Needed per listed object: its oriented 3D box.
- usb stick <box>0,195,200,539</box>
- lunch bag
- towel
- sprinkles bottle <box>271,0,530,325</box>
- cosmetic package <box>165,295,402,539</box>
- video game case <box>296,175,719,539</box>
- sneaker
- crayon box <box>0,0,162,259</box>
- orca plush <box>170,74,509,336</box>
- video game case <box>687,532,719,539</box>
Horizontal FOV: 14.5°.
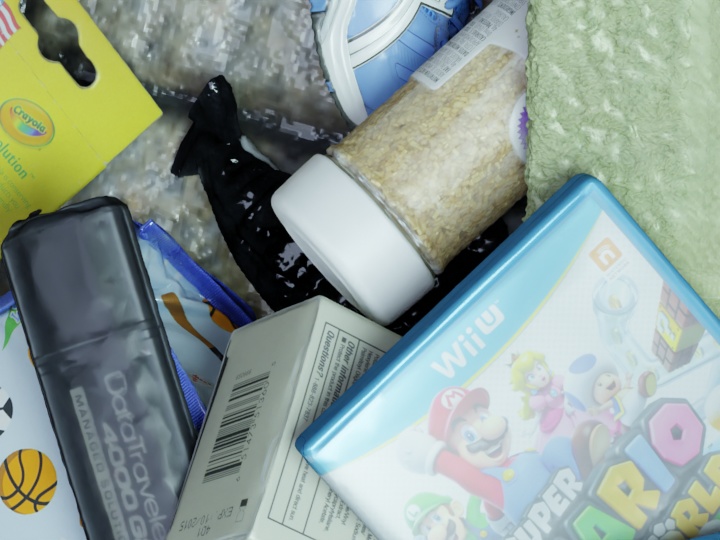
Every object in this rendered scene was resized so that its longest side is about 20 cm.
[{"bbox_3d":[-0.088,0.069,1.085,0.055,0.033,0.200,-18,86,11],"label":"usb stick"},{"bbox_3d":[-0.099,0.098,1.168,0.170,0.124,0.200,-36,95,19],"label":"lunch bag"},{"bbox_3d":[0.130,-0.072,1.017,0.148,0.036,0.200,2,115,13],"label":"towel"},{"bbox_3d":[0.059,-0.068,1.085,0.200,0.068,0.068,-42,85,-5],"label":"sprinkles bottle"},{"bbox_3d":[0.034,0.100,1.084,0.200,0.105,0.071,29,154,-24],"label":"cosmetic package"},{"bbox_3d":[0.093,0.085,1.026,0.143,0.018,0.200,-43,105,-4],"label":"video game case"},{"bbox_3d":[0.025,-0.135,1.116,0.077,0.076,0.200,0,100,21],"label":"sneaker"},{"bbox_3d":[-0.193,-0.047,1.150,0.200,0.051,0.127,-41,128,-8],"label":"crayon box"},{"bbox_3d":[0.000,0.000,1.148,0.105,0.071,0.200,-41,86,18],"label":"orca plush"},{"bbox_3d":[0.148,0.191,1.013,0.143,0.018,0.200,-13,99,-2],"label":"video game case"}]
